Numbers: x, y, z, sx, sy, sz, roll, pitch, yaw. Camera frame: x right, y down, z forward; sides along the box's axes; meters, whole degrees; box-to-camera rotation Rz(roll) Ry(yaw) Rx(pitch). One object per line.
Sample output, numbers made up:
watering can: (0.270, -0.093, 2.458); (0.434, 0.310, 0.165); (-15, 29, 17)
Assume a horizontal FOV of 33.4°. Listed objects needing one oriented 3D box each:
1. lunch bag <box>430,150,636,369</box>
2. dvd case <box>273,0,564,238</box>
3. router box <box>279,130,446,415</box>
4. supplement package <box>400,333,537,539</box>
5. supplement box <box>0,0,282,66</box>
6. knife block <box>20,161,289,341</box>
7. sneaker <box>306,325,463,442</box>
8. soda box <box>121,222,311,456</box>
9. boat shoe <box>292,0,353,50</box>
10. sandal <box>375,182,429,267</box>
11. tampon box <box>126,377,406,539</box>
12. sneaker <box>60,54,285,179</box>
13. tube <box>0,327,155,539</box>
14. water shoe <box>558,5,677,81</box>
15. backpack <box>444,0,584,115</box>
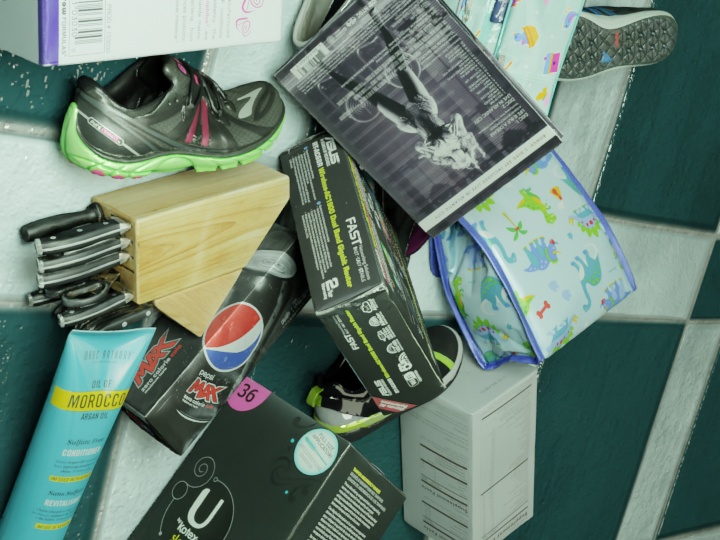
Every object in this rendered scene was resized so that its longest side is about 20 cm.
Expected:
lunch bag: (0.167, -0.024, 1.257); (0.169, 0.127, 0.202); (-32, 101, -33)
dvd case: (0.048, -0.135, 0.983); (0.200, 0.148, 0.016); (44, 30, -18)
router box: (0.000, 0.000, 1.024); (0.061, 0.202, 0.151); (-23, 135, 7)
supplement package: (0.118, 0.195, 1.318); (0.113, 0.109, 0.203); (-27, 127, -37)
supplement box: (-0.154, -0.208, 0.821); (0.198, 0.103, 0.103); (-15, 119, -42)
knife block: (-0.164, -0.035, 0.925); (0.202, 0.064, 0.176); (-57, 140, -9)
sneaker: (0.030, 0.096, 1.201); (0.199, 0.071, 0.084); (-33, 130, -33)
soda box: (-0.120, 0.051, 1.011); (0.201, 0.070, 0.064); (-51, 138, -18)
boat shoe: (0.002, -0.265, 0.996); (0.065, 0.072, 0.202); (22, 99, -52)
sandal: (0.046, -0.043, 1.167); (0.075, 0.048, 0.204); (-2, 111, -47)
tampon box: (-0.086, 0.230, 1.077); (0.201, 0.149, 0.126); (-55, 140, -12)
sneaker: (-0.132, -0.123, 0.909); (0.198, 0.076, 0.085); (-17, 125, -44)
tube: (-0.222, 0.128, 0.919); (0.077, 0.050, 0.202); (-3, 123, -54)
water shoe: (0.235, -0.242, 1.265); (0.196, 0.079, 0.073); (-4, 110, -19)
backpack: (0.094, -0.195, 1.052); (0.151, 0.176, 0.203); (-5, 114, -28)
